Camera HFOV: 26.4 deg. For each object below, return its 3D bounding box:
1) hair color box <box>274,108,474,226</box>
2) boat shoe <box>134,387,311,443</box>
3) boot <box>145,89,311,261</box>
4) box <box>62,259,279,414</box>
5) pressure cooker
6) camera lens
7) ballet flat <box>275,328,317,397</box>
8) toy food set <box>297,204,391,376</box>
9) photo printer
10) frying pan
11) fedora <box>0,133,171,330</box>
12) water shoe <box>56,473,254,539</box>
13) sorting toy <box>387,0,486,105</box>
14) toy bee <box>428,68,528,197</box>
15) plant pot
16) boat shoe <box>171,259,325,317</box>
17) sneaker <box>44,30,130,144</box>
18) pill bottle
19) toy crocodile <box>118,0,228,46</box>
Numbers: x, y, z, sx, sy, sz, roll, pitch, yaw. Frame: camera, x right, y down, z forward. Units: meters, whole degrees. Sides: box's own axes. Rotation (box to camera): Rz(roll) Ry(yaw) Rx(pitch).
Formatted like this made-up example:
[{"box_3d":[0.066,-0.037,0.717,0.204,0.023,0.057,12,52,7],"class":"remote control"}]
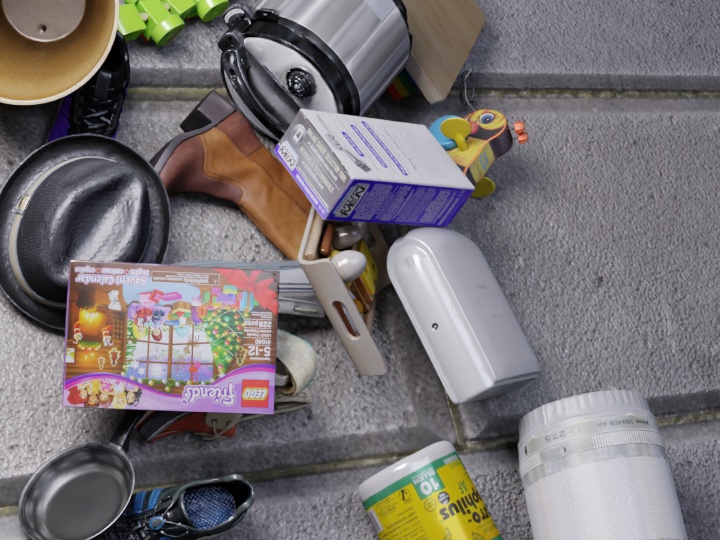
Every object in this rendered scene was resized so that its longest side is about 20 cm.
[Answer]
[{"box_3d":[0.017,-0.107,1.631,0.199,0.065,0.109,3,42,-48],"class":"hair color box"},{"box_3d":[-0.136,0.136,1.538,0.199,0.071,0.063,-20,79,-39],"class":"boat shoe"},{"box_3d":[-0.137,-0.070,1.658,0.200,0.068,0.189,44,46,-12],"class":"boot"},{"box_3d":[-0.178,0.064,1.446,0.199,0.039,0.138,3,86,-11],"class":"box"},{"box_3d":[-0.058,-0.232,1.690,0.175,0.179,0.200,22,54,20],"class":"pressure cooker"},{"box_3d":[0.258,0.246,1.639,0.159,0.160,0.201,2,65,-28],"class":"camera lens"},{"box_3d":[-0.137,0.066,1.504,0.199,0.068,0.062,22,42,2],"class":"ballet flat"},{"box_3d":[0.000,0.000,1.612,0.144,0.060,0.200,62,20,-25],"class":"toy food set"},{"box_3d":[0.110,0.043,1.681,0.201,0.069,0.166,64,23,12],"class":"photo printer"},{"box_3d":[-0.256,0.183,1.445,0.114,0.031,0.191,-4,46,17],"class":"frying pan"},{"box_3d":[-0.265,-0.040,1.502,0.199,0.091,0.202,1,87,-25],"class":"fedora"},{"box_3d":[-0.194,0.233,1.447,0.199,0.079,0.072,-18,75,-34],"class":"water shoe"},{"box_3d":[0.047,-0.320,1.833,0.200,0.069,0.199,53,38,-21],"class":"sorting toy"},{"box_3d":[0.134,-0.151,1.791,0.131,0.108,0.201,31,71,-58],"class":"toy bee"},{"box_3d":[-0.329,-0.269,1.546,0.185,0.200,0.188,-1,101,-4],"class":"plant pot"},{"box_3d":[-0.114,0.027,1.600,0.199,0.073,0.067,0,101,-27],"class":"boat shoe"},{"box_3d":[-0.279,-0.168,1.588,0.069,0.100,0.201,14,59,-20],"class":"sneaker"},{"box_3d":[0.089,0.285,1.556,0.112,0.113,0.201,-20,77,-35],"class":"pill bottle"},{"box_3d":[-0.210,-0.298,1.725,0.068,0.062,0.200,51,49,3],"class":"toy crocodile"}]
